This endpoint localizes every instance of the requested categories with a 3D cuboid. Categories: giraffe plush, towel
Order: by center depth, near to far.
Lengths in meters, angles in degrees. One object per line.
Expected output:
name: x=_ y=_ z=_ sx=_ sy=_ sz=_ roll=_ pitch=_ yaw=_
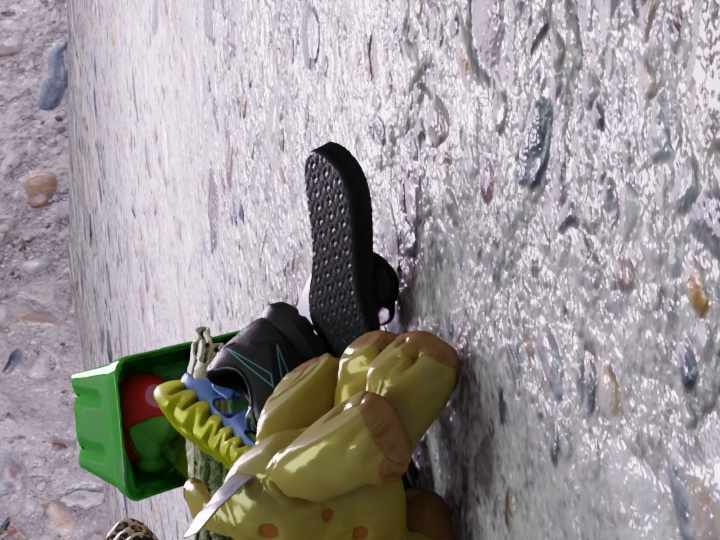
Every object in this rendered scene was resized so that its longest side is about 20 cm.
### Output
giraffe plush: x=0.003 y=0.157 z=1.051 sx=0.163 sy=0.200 sz=0.172 roll=53 pitch=155 yaw=-14
towel: x=-0.130 y=0.158 z=1.455 sx=0.148 sy=0.036 sz=0.202 roll=-105 pitch=11 yaw=-80

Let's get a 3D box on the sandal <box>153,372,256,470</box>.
sandal: x=-0.068 y=0.117 z=1.247 sx=0.199 sy=0.087 sz=0.080 roll=35 pitch=162 yaw=35

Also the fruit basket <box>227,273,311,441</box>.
fruit basket: x=-0.039 y=0.131 z=1.337 sx=0.201 sy=0.093 sz=0.186 roll=-59 pitch=37 yaw=41

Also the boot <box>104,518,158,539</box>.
boot: x=-0.162 y=0.319 z=1.420 sx=0.150 sy=0.073 sz=0.202 roll=33 pitch=134 yaw=45

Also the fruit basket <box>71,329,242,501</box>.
fruit basket: x=-0.149 y=0.145 z=1.598 sx=0.215 sy=0.213 sz=0.157 roll=-161 pitch=66 yaw=-74

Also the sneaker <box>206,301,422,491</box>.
sneaker: x=-0.031 y=0.113 z=1.176 sx=0.200 sy=0.079 sz=0.076 roll=48 pitch=157 yaw=30

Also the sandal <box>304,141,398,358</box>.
sandal: x=0.001 y=0.000 z=1.146 sx=0.075 sy=0.048 sz=0.202 roll=43 pitch=146 yaw=39
